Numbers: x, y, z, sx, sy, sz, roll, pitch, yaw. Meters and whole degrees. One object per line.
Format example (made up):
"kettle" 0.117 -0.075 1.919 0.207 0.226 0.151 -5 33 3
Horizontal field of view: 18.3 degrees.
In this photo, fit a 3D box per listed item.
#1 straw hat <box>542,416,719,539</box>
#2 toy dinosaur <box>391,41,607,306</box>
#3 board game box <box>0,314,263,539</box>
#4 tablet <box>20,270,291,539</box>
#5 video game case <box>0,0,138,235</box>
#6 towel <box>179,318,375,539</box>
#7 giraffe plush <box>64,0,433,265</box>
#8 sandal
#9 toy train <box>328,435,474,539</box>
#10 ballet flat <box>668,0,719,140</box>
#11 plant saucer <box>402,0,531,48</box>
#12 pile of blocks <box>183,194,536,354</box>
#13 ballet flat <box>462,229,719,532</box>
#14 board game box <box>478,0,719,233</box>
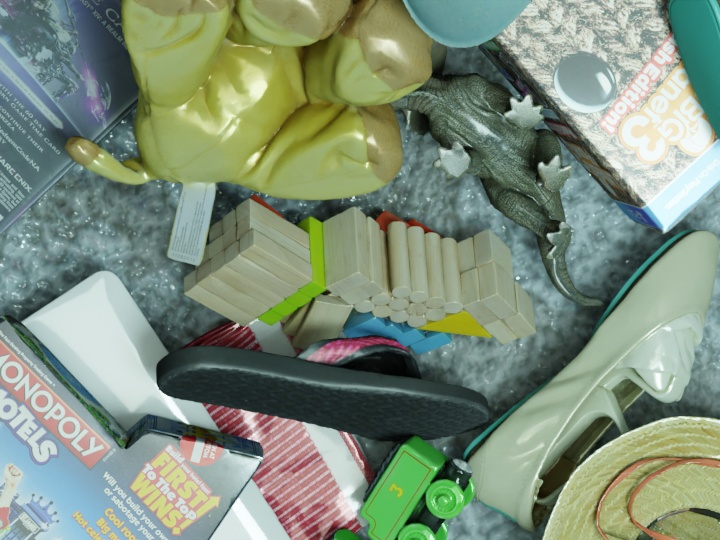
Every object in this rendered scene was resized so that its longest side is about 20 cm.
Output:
"straw hat" 0.187 0.178 1.259 0.200 0.085 0.202 0 90 -3
"toy dinosaur" 0.080 -0.064 1.228 0.200 0.102 0.077 38 103 -20
"board game box" -0.160 0.127 1.210 0.200 0.062 0.200 -42 97 -1
"tablet" -0.139 0.115 1.248 0.130 0.014 0.200 -33 98 -1
"video game case" -0.195 -0.111 1.171 0.143 0.200 0.019 46 132 -7
"towel" -0.100 0.125 1.269 0.199 0.023 0.145 -30 97 0
"giraffe plush" -0.056 -0.126 1.173 0.172 0.163 0.200 23 133 -18
"sandal" -0.015 0.056 1.228 0.199 0.075 0.045 12 61 -23
"toy train" -0.004 0.181 1.259 0.056 0.042 0.201 34 103 8
"ballet flat" 0.181 -0.157 1.139 0.065 0.070 0.201 -27 100 -15
"plant saucer" 0.051 -0.211 1.084 0.039 0.201 0.202 17 95 30
"pile of blocks" 0.000 0.000 1.249 0.199 0.082 0.062 11 51 -18
"ballet flat" 0.144 0.067 1.252 0.069 0.069 0.200 42 98 -6
"board game box" 0.151 -0.148 1.218 0.159 0.097 0.200 -43 96 2
